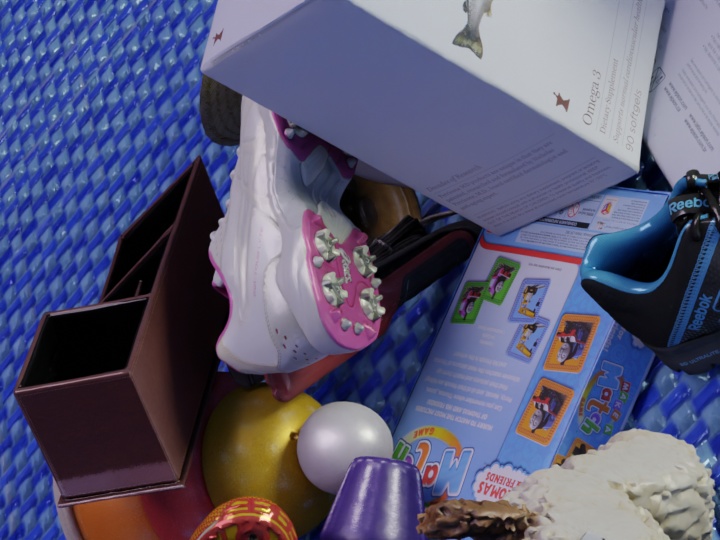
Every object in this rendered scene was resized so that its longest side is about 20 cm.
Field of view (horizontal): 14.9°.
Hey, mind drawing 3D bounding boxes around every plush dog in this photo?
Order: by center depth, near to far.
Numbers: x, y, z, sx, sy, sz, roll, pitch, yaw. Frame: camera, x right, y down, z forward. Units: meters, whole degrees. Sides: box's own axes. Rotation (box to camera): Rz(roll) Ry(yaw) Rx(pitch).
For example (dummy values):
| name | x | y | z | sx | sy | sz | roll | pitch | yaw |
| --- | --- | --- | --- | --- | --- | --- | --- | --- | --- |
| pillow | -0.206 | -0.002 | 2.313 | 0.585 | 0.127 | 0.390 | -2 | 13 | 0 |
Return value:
| name | x | y | z | sx | sy | sz | roll | pitch | yaw |
| --- | --- | --- | --- | --- | --- | --- | --- | --- | --- |
| plush dog | 0.090 | 0.179 | 1.209 | 0.200 | 0.160 | 0.172 | -123 | 40 | -59 |

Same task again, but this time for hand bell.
| name | x | y | z | sx | sy | sz | roll | pitch | yaw |
| --- | --- | --- | --- | --- | --- | --- | --- | --- | --- |
| hand bell | -0.049 | -0.022 | 1.647 | 0.104 | 0.104 | 0.200 | -67 | 19 | -11 |

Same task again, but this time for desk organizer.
| name | x | y | z | sx | sy | sz | roll | pitch | yaw |
| --- | --- | --- | --- | --- | --- | --- | --- | --- | --- |
| desk organizer | -0.120 | 0.029 | 1.471 | 0.072 | 0.077 | 0.200 | -10 | 34 | 16 |

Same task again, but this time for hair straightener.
| name | x | y | z | sx | sy | sz | roll | pitch | yaw |
| --- | --- | --- | --- | --- | --- | --- | --- | --- | --- |
| hair straightener | 0.000 | 0.000 | 1.497 | 0.200 | 0.041 | 0.077 | -39 | 33 | -28 |

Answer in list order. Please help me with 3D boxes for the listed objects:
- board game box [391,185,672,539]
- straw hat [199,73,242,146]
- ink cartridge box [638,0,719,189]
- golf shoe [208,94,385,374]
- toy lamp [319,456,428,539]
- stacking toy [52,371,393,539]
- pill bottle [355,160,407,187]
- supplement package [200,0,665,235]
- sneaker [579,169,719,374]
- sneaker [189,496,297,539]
| name | x | y | z | sx | sy | sz | roll | pitch | yaw |
| --- | --- | --- | --- | --- | --- | --- | --- | --- | --- |
| board game box | 0.086 | 0.051 | 1.405 | 0.151 | 0.037 | 0.200 | 11 | 74 | 60 |
| straw hat | -0.007 | -0.143 | 1.659 | 0.085 | 0.201 | 0.201 | 30 | 91 | 18 |
| ink cartridge box | 0.211 | -0.138 | 1.375 | 0.200 | 0.043 | 0.196 | -49 | 30 | 18 |
| golf shoe | -0.047 | -0.036 | 1.423 | 0.091 | 0.075 | 0.200 | -28 | 51 | 29 |
| toy lamp | -0.001 | 0.193 | 1.365 | 0.058 | 0.058 | 0.200 | -8 | 71 | 54 |
| stacking toy | -0.055 | 0.107 | 1.485 | 0.200 | 0.146 | 0.146 | -11 | 55 | 44 |
| pill bottle | 0.037 | -0.155 | 1.548 | 0.112 | 0.112 | 0.200 | -22 | 47 | 47 |
| supplement package | 0.039 | -0.122 | 1.386 | 0.117 | 0.200 | 0.117 | -25 | 46 | 50 |
| sneaker | 0.189 | -0.016 | 1.263 | 0.200 | 0.082 | 0.073 | -34 | 37 | 36 |
| sneaker | -0.063 | 0.174 | 1.408 | 0.200 | 0.073 | 0.077 | 96 | 178 | -48 |
